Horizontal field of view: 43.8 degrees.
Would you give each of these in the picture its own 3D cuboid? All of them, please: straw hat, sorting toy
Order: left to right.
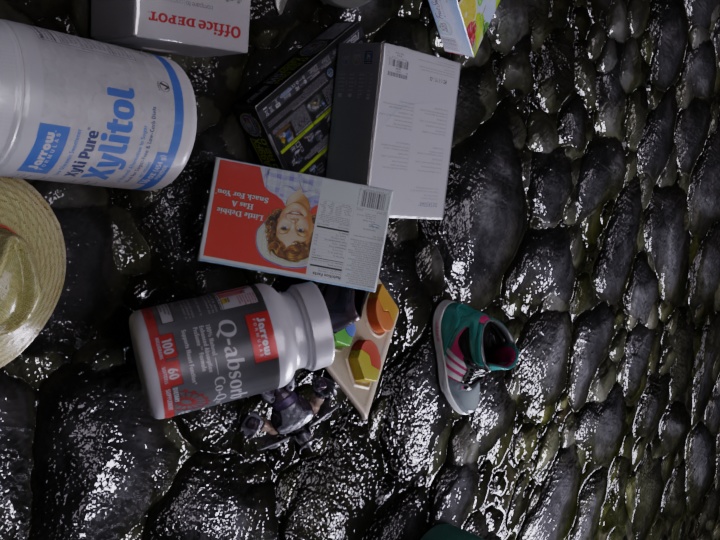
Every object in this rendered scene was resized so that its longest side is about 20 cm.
[{"bbox_3d":[-0.329,0.010,0.799,0.200,0.085,0.203,-13,108,-45],"label":"straw hat"},{"bbox_3d":[-0.004,0.064,1.163,0.201,0.036,0.186,60,35,-38],"label":"sorting toy"}]

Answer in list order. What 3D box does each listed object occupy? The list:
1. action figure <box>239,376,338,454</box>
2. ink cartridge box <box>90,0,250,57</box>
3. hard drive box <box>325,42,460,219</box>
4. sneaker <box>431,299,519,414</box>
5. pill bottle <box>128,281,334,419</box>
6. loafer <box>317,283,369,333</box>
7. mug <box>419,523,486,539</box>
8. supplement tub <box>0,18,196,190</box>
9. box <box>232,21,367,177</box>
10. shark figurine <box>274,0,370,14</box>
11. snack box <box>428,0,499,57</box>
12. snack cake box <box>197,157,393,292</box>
[{"bbox_3d":[-0.100,0.144,1.086,0.130,0.069,0.201,-32,114,-18],"label":"action figure"},{"bbox_3d":[-0.182,-0.322,0.888,0.146,0.082,0.202,-5,102,-47],"label":"ink cartridge box"},{"bbox_3d":[0.040,-0.168,1.106,0.155,0.076,0.202,0,99,-48],"label":"hard drive box"},{"bbox_3d":[0.185,0.143,1.366,0.083,0.120,0.201,-36,123,-37],"label":"sneaker"},{"bbox_3d":[-0.136,0.078,0.952,0.199,0.116,0.117,-13,110,-17],"label":"pill bottle"},{"bbox_3d":[0.000,0.000,1.099,0.072,0.063,0.201,56,38,-30],"label":"loafer"},{"bbox_3d":[0.169,0.492,1.431,0.184,0.114,0.153,-9,105,-46],"label":"mug"},{"bbox_3d":[-0.261,-0.144,0.807,0.199,0.131,0.133,0,99,-48],"label":"supplement tub"},{"bbox_3d":[-0.048,-0.185,1.096,0.200,0.044,0.161,-47,130,-30],"label":"box"},{"bbox_3d":[-0.018,-0.348,1.064,0.214,0.089,0.129,14,90,-46],"label":"shark figurine"},{"bbox_3d":[0.141,-0.407,1.208,0.143,0.053,0.200,-66,156,-15],"label":"snack box"},{"bbox_3d":[-0.072,-0.050,0.998,0.198,0.067,0.116,11,93,-5],"label":"snack cake box"}]
